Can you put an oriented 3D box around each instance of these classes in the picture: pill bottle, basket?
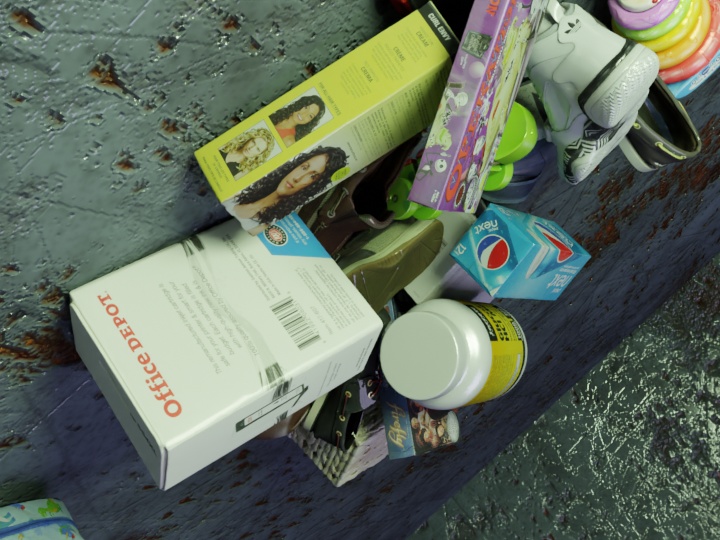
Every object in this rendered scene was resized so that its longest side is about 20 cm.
[{"bbox_3d":[0.099,0.088,0.937,0.113,0.113,0.199,-47,159,16],"label":"pill bottle"},{"bbox_3d":[0.013,0.166,1.135,0.199,0.124,0.136,-25,154,-34],"label":"basket"}]

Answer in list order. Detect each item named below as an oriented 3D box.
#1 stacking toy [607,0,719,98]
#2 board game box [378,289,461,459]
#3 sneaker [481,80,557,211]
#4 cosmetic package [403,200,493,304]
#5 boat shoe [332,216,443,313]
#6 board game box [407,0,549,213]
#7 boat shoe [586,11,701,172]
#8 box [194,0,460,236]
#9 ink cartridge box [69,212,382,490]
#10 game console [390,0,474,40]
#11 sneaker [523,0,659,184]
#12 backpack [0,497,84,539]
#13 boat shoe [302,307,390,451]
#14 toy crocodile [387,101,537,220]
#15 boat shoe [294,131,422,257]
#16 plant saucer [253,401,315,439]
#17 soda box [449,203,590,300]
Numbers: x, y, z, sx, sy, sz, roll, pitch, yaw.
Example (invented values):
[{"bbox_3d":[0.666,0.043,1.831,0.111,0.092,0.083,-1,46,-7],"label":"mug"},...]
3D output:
[{"bbox_3d":[0.277,-0.256,0.841,0.116,0.110,0.199,-45,147,16],"label":"stacking toy"},{"bbox_3d":[0.062,0.107,1.026,0.034,0.203,0.135,-12,172,28],"label":"board game box"},{"bbox_3d":[0.186,-0.134,0.921,0.201,0.077,0.147,-23,150,-37],"label":"sneaker"},{"bbox_3d":[0.117,-0.023,1.007,0.108,0.085,0.199,-48,158,18],"label":"cosmetic package"},{"bbox_3d":[0.000,-0.001,0.861,0.200,0.066,0.072,-35,138,-35],"label":"boat shoe"},{"bbox_3d":[0.092,-0.140,0.630,0.120,0.032,0.203,-4,114,-66],"label":"board game box"},{"bbox_3d":[0.256,-0.176,0.846,0.060,0.201,0.072,-6,-131,51],"label":"boat shoe"},{"bbox_3d":[-0.016,-0.106,0.639,0.199,0.050,0.075,-33,159,2],"label":"box"},{"bbox_3d":[-0.106,0.051,0.695,0.199,0.146,0.085,-27,157,-29],"label":"ink cartridge box"},{"bbox_3d":[0.104,-0.240,0.666,0.177,0.031,0.200,-47,158,5],"label":"game console"},{"bbox_3d":[0.180,-0.156,0.762,0.075,0.115,0.200,-43,166,-10],"label":"sneaker"},{"bbox_3d":[-0.336,0.284,0.786,0.164,0.153,0.200,-59,166,24],"label":"backpack"},{"bbox_3d":[-0.003,0.115,0.951,0.074,0.063,0.203,-47,164,-51],"label":"boat shoe"},{"bbox_3d":[0.071,-0.088,0.798,0.199,0.063,0.067,-23,169,39],"label":"toy crocodile"},{"bbox_3d":[-0.009,-0.059,0.744,0.074,0.075,0.203,-22,151,-38],"label":"boat shoe"},{"bbox_3d":[-0.048,0.096,0.930,0.202,0.032,0.200,-60,172,-13],"label":"plant saucer"},{"bbox_3d":[0.172,-0.015,0.922,0.068,0.064,0.199,-52,156,17],"label":"soda box"}]
